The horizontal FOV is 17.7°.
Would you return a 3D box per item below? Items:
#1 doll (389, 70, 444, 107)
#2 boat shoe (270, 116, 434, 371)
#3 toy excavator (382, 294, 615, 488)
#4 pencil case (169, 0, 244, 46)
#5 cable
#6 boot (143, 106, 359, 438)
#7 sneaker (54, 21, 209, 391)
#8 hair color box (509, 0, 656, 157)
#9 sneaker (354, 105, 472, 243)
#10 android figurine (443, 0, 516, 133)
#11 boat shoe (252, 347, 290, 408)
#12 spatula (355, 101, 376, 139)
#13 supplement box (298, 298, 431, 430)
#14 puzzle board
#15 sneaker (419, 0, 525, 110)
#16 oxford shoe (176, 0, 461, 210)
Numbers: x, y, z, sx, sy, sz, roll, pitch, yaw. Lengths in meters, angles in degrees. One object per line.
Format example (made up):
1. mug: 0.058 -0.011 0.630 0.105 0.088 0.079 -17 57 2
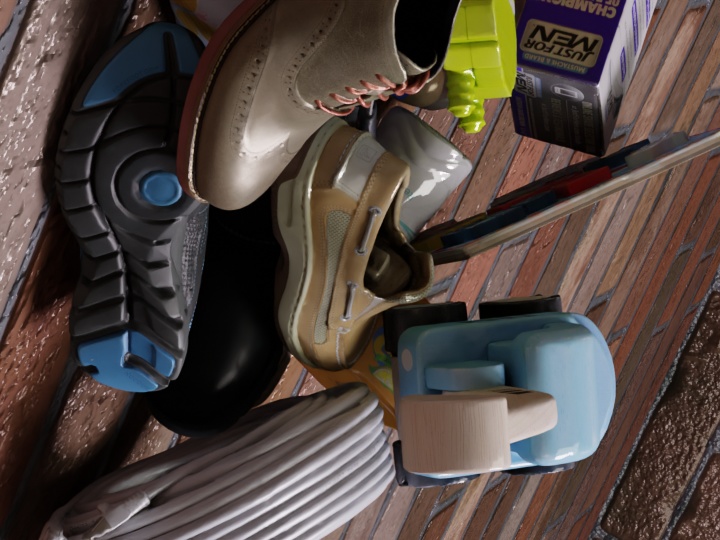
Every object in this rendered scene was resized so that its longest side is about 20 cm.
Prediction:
1. doll: 0.019 -0.154 1.270 0.200 0.048 0.137 45 61 -77
2. boat shoe: 0.000 0.000 1.170 0.200 0.076 0.072 83 30 -62
3. toy excavator: 0.074 0.067 1.205 0.194 0.200 0.100 -5 91 -29
4. pencil case: -0.044 -0.144 1.021 0.091 0.083 0.200 -44 160 -11
5. cable: -0.074 0.124 1.231 0.199 0.069 0.200 -24 -178 -8
6. boot: -0.059 -0.030 1.195 0.163 0.073 0.199 94 21 -61
7. sneaker: -0.104 -0.040 1.077 0.082 0.073 0.200 -83 -175 -50
8. hair color box: 0.147 -0.183 1.393 0.109 0.065 0.201 69 37 -69
9. sneaker: 0.007 -0.042 1.353 0.080 0.070 0.200 -53 -179 -8
10. android figurine: 0.056 -0.175 1.215 0.182 0.041 0.201 29 60 -80
11. boat shoe: -0.062 0.022 1.340 0.073 0.063 0.200 62 32 -16
12. spatula: 0.012 -0.095 1.189 0.200 0.020 0.057 105 -10 -45
13. supplement box: 0.010 0.049 1.404 0.069 0.067 0.200 -45 -171 -5
14. puzzle board: 0.108 -0.043 1.385 0.200 0.017 0.151 -23 -175 -25
15. sneaker: 0.086 -0.148 1.462 0.200 0.071 0.099 -57 160 -34
16. oxford shoe: -0.010 -0.090 0.961 0.070 0.075 0.200 -14 146 -51
